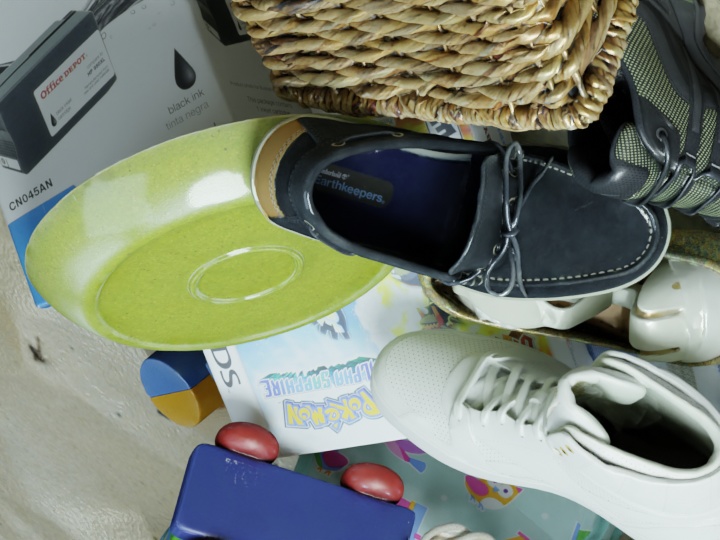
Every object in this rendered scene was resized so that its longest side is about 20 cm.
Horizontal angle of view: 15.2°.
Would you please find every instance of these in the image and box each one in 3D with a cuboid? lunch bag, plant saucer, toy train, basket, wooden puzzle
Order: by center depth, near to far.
[{"bbox_3d":[0.037,-0.160,1.152,0.200,0.143,0.149,6,135,46],"label":"basket"},{"bbox_3d":[-0.057,-0.009,1.272,0.200,0.200,0.031,117,142,-58],"label":"plant saucer"},{"bbox_3d":[-0.009,0.159,1.441,0.200,0.085,0.116,19,154,-9],"label":"toy train"},{"bbox_3d":[0.043,0.164,1.546,0.170,0.122,0.200,36,142,15],"label":"lunch bag"},{"bbox_3d":[-0.100,0.029,1.629,0.185,0.046,0.200,-13,116,55],"label":"wooden puzzle"}]

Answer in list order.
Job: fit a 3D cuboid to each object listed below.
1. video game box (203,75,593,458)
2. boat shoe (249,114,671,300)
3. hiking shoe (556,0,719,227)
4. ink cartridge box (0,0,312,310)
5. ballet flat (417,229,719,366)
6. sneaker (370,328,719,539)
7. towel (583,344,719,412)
[{"bbox_3d":[0.000,0.000,1.385,0.200,0.047,0.182,-11,113,29],"label":"video game box"},{"bbox_3d":[0.050,-0.025,1.196,0.200,0.075,0.062,11,-172,-21],"label":"boat shoe"},{"bbox_3d":[0.138,-0.050,1.198,0.200,0.101,0.076,49,149,-6],"label":"hiking shoe"},{"bbox_3d":[-0.118,-0.098,1.339,0.145,0.084,0.200,-29,74,26],"label":"ink cartridge box"},{"bbox_3d":[0.120,0.012,1.272,0.200,0.071,0.071,13,139,17],"label":"ballet flat"},{"bbox_3d":[0.090,0.061,1.270,0.200,0.074,0.116,23,159,19],"label":"sneaker"},{"bbox_3d":[0.200,0.088,1.360,0.200,0.024,0.147,19,140,37],"label":"towel"}]
